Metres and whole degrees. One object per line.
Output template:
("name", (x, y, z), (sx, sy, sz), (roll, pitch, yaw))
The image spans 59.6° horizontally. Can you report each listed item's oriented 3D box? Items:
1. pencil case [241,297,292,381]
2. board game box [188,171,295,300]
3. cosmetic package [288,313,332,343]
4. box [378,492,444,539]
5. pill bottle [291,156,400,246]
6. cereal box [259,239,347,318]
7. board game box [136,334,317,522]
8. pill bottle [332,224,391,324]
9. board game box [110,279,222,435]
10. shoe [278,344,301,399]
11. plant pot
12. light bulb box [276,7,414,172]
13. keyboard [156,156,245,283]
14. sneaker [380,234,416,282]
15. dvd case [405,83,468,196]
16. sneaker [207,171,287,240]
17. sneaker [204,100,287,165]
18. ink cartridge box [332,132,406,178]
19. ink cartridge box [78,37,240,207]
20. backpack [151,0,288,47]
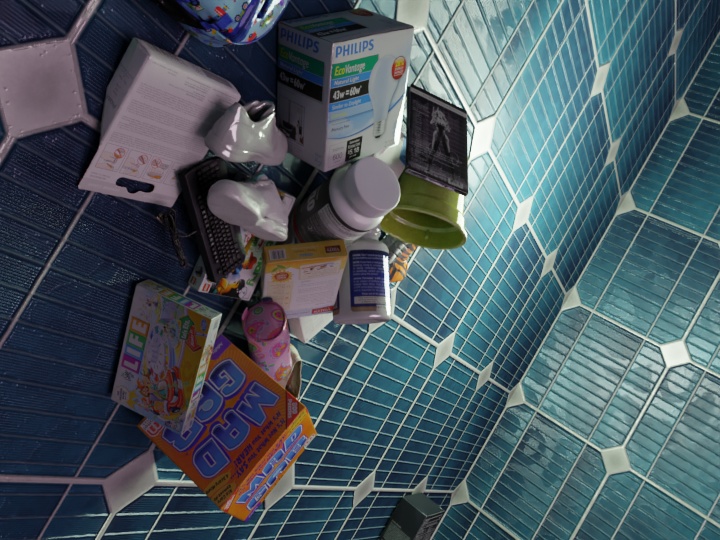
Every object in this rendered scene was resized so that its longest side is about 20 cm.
("pencil case", (-0.171, 0.135, 1.162), (0.087, 0.087, 0.201), (-43, 158, -25))
("board game box", (-0.197, -0.052, 1.056), (0.126, 0.034, 0.203), (16, 102, -57))
("cosmetic package", (-0.068, 0.055, 1.311), (0.199, 0.050, 0.084), (-40, 140, -31))
("box", (0.188, 0.941, 2.309), (0.201, 0.122, 0.199), (-60, 150, 2))
("pill bottle", (-0.027, -0.109, 1.088), (0.113, 0.115, 0.199), (-27, 177, -41))
("cereal box", (-0.108, 0.022, 1.123), (0.141, 0.040, 0.201), (-6, 149, -16))
("board game box", (-0.220, 0.277, 1.091), (0.200, 0.199, 0.201), (-48, 161, -19))
("pill bottle", (0.000, 0.000, 1.239), (0.119, 0.118, 0.204), (13, 73, -57))
("board game box", (-0.299, 0.133, 0.963), (0.034, 0.132, 0.203), (-36, 146, -69))
("shoe", (-0.162, 0.253, 1.331), (0.069, 0.053, 0.203), (-18, 128, -47))
("plant pot", (0.146, -0.168, 1.316), (0.200, 0.197, 0.187), (43, 59, -58))
("light bulb box", (-0.027, -0.298, 1.020), (0.197, 0.124, 0.203), (-29, 138, -40))
("keyboard", (-0.236, -0.063, 0.949), (0.126, 0.020, 0.203), (-36, 138, -31))
("sneaker", (0.099, -0.053, 1.456), (0.199, 0.078, 0.113), (-40, 148, -13))
("dvd case", (0.152, -0.259, 1.242), (0.147, 0.016, 0.204), (17, 63, -27))
("sneaker", (-0.164, -0.112, 0.948), (0.200, 0.074, 0.090), (40, 58, -71))
("sneaker", (-0.145, -0.208, 0.919), (0.089, 0.075, 0.200), (-57, 173, 19))
("ink cartridge box", (0.013, -0.185, 1.220), (0.202, 0.067, 0.116), (-60, 148, -1))
("ink cartridge box", (-0.275, -0.189, 0.846), (0.201, 0.050, 0.160), (-51, 152, 19))
("backpack", (-0.159, -0.366, 0.772), (0.184, 0.134, 0.200), (-59, 151, -1))
